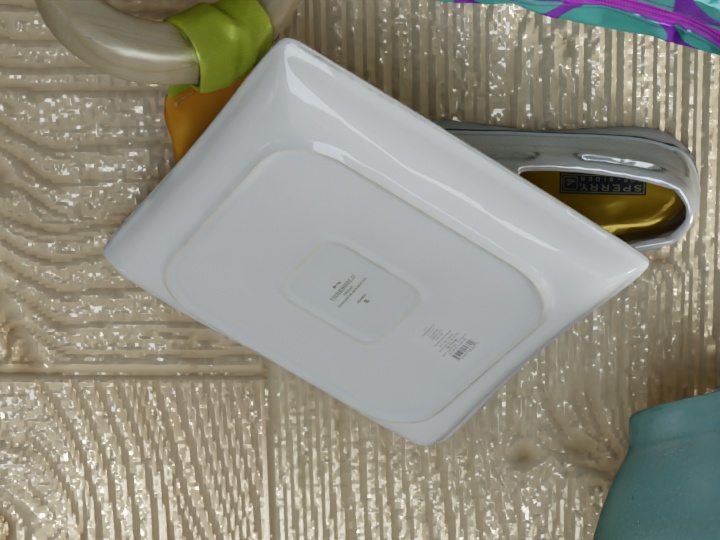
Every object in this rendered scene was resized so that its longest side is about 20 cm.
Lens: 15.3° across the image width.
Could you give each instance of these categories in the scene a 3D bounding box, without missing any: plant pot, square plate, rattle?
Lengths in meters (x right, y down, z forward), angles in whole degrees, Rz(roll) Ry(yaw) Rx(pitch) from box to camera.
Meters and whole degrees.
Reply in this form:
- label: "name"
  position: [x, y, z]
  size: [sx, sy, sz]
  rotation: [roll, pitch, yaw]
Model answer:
- label: "plant pot"
  position: [0.196, 0.122, 1.269]
  size: [0.200, 0.200, 0.134]
  rotation: [-9, 82, 7]
- label: "square plate"
  position: [0.000, 0.000, 1.251]
  size: [0.198, 0.028, 0.200]
  rotation: [31, 140, -12]
- label: "rattle"
  position: [-0.122, -0.142, 1.266]
  size: [0.200, 0.143, 0.130]
  rotation: [27, 77, 10]

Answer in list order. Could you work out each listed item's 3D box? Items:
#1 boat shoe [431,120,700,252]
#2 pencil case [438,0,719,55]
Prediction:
- label: "boat shoe"
  position: [0.062, -0.029, 1.272]
  size: [0.200, 0.070, 0.071]
  rotation: [-1, 110, 3]
- label: "pencil case"
  position: [0.106, -0.144, 1.216]
  size: [0.200, 0.092, 0.085]
  rotation: [12, 145, -2]
